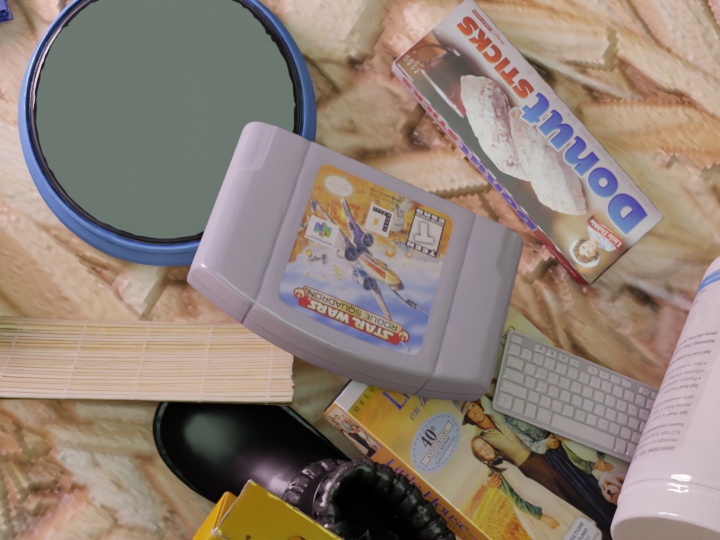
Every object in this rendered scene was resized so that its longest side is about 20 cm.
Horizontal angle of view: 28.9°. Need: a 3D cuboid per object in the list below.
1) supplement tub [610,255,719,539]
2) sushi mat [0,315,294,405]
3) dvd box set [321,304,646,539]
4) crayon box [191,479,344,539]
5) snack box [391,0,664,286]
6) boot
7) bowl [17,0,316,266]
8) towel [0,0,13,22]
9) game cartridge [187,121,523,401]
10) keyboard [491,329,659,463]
[{"bbox_3d":[0.246,0.096,0.861,0.131,0.132,0.201,29,65,-1],"label":"supplement tub"},{"bbox_3d":[-0.140,0.056,0.885,0.198,0.096,0.012,1,120,-4],"label":"sushi mat"},{"bbox_3d":[0.093,0.105,0.897,0.200,0.029,0.146,42,57,1],"label":"dvd box set"},{"bbox_3d":[-0.060,0.212,0.754,0.127,0.051,0.200,35,105,-7],"label":"crayon box"},{"bbox_3d":[0.112,-0.087,0.946,0.072,0.024,0.200,-41,88,-8],"label":"snack box"},{"bbox_3d":[-0.035,0.133,0.847,0.210,0.158,0.080,31,84,-1],"label":"boot"},{"bbox_3d":[-0.128,-0.104,0.923,0.199,0.039,0.202,0,84,-4],"label":"bowl"},{"bbox_3d":[-0.346,-0.202,0.928,0.199,0.024,0.146,-19,84,-7],"label":"towel"},{"bbox_3d":[0.000,0.000,0.870,0.199,0.042,0.134,22,55,-9],"label":"game cartridge"},{"bbox_3d":[0.178,0.099,0.912,0.199,0.011,0.057,22,59,-13],"label":"keyboard"}]
